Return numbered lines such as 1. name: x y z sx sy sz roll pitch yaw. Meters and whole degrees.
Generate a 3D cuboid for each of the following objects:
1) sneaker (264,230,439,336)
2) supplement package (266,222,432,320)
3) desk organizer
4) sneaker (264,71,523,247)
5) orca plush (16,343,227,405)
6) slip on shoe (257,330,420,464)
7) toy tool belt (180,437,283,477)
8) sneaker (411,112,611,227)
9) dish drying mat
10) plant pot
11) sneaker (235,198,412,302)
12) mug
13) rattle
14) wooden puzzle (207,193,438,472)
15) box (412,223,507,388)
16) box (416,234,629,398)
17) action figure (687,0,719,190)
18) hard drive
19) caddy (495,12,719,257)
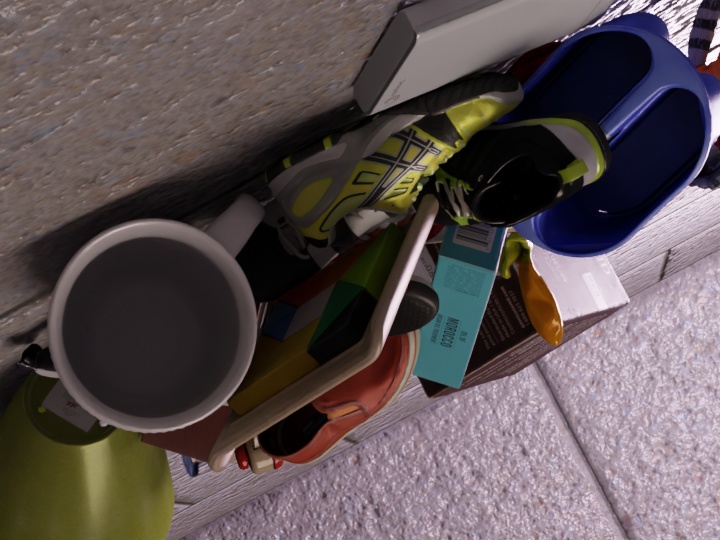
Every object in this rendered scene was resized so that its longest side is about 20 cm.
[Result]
1. sneaker: -0.001 0.000 1.486 0.067 0.109 0.201 33 151 -28
2. supplement package: -0.041 0.039 1.659 0.199 0.118 0.117 -19 164 -42
3. desk organizer: -0.127 0.063 1.531 0.072 0.076 0.201 -70 176 -59
4. sneaker: 0.031 -0.085 1.324 0.199 0.077 0.075 -25 -172 5
5. orca plush: -0.177 0.063 1.478 0.198 0.072 0.105 3 160 13
6. slip on shoe: -0.019 0.099 1.536 0.061 0.074 0.200 -3 143 -51
7. toy tool belt: -0.158 0.144 1.741 0.122 0.200 0.126 -17 124 -10
8. sneaker: 0.094 -0.068 1.328 0.199 0.072 0.083 -18 -162 48
9. dish drying mat: 0.097 -0.101 1.457 0.077 0.018 0.201 -29 157 -53
10. plant pot: -0.256 0.161 1.616 0.186 0.188 0.201 -23 153 -22
11. sneaker: -0.023 -0.051 1.419 0.199 0.074 0.089 -35 172 -22
12. mug: -0.140 0.025 1.330 0.201 0.147 0.175 -52 -177 -9
13. rattle: 0.077 0.001 1.598 0.199 0.144 0.130 -10 -162 -37
14. wooden puzzle: -0.031 0.041 1.324 0.200 0.037 0.186 -39 -164 34
15. box: 0.084 0.013 1.501 0.201 0.049 0.083 101 6 -58
16. box: 0.138 0.011 1.842 0.164 0.167 0.199 -34 168 30
17. action figure: 0.267 -0.140 1.484 0.194 0.104 0.200 -53 -170 0
18. hard drive: 0.099 -0.175 1.247 0.199 0.027 0.132 -23 169 -21
19. caddy: 0.185 -0.102 1.369 0.200 0.141 0.105 -47 174 34
